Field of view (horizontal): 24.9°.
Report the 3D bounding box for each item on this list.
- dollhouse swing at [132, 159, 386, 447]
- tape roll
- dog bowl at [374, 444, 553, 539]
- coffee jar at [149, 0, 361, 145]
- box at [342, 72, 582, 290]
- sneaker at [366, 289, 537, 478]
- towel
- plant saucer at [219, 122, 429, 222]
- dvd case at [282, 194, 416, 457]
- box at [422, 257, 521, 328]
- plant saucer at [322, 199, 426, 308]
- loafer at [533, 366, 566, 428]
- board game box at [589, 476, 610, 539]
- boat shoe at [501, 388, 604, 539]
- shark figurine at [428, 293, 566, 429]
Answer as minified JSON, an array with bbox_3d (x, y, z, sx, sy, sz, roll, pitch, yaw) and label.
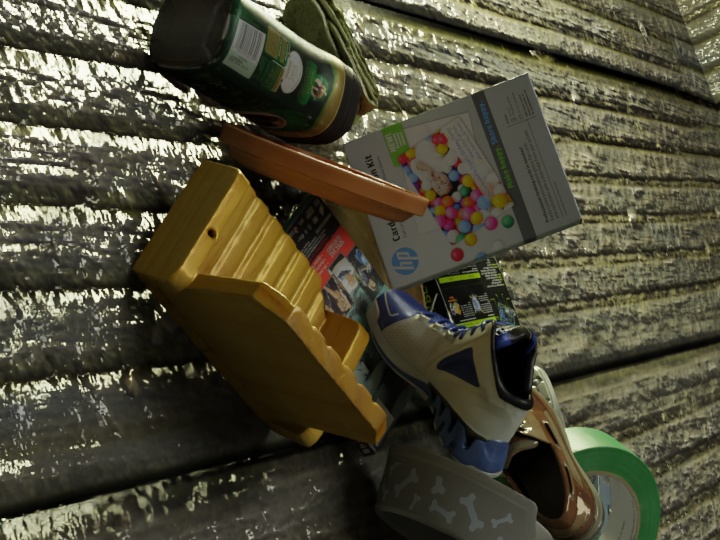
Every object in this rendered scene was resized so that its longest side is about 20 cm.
[{"bbox_3d":[-0.047,0.023,1.307,0.201,0.174,0.183,52,49,-29],"label":"dollhouse swing"},{"bbox_3d":[0.207,0.258,1.633,0.201,0.200,0.048,49,-7,-33],"label":"tape roll"},{"bbox_3d":[0.100,0.229,1.459,0.200,0.199,0.059,43,69,-42],"label":"dog bowl"},{"bbox_3d":[-0.091,-0.183,1.483,0.199,0.103,0.086,27,75,-49],"label":"coffee jar"},{"bbox_3d":[0.099,-0.085,1.608,0.041,0.198,0.158,42,29,-79],"label":"box"},{"bbox_3d":[0.098,0.074,1.450,0.080,0.116,0.200,13,32,-45],"label":"sneaker"},{"bbox_3d":[-0.033,-0.217,1.635,0.150,0.036,0.200,64,-7,-3],"label":"towel"},{"bbox_3d":[-0.035,-0.085,1.476,0.200,0.199,0.033,12,99,-61],"label":"plant saucer"},{"bbox_3d":[-0.018,0.048,1.490,0.201,0.022,0.146,52,43,-16],"label":"dvd case"},{"bbox_3d":[0.111,0.027,1.805,0.199,0.047,0.195,-8,78,-65],"label":"box"},{"bbox_3d":[0.000,0.000,1.614,0.200,0.035,0.202,45,32,-39],"label":"plant saucer"},{"bbox_3d":[0.202,0.208,1.818,0.070,0.069,0.203,34,48,-58],"label":"loafer"},{"bbox_3d":[0.273,0.324,1.807,0.200,0.041,0.202,37,49,-61],"label":"board game box"},{"bbox_3d":[0.155,0.165,1.518,0.072,0.076,0.201,33,16,-52],"label":"boat shoe"},{"bbox_3d":[0.119,0.125,1.670,0.214,0.128,0.090,38,47,-16],"label":"shark figurine"}]
